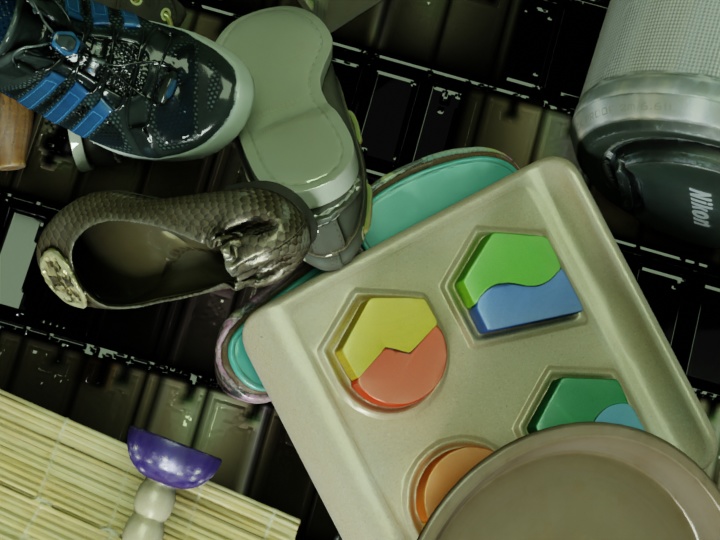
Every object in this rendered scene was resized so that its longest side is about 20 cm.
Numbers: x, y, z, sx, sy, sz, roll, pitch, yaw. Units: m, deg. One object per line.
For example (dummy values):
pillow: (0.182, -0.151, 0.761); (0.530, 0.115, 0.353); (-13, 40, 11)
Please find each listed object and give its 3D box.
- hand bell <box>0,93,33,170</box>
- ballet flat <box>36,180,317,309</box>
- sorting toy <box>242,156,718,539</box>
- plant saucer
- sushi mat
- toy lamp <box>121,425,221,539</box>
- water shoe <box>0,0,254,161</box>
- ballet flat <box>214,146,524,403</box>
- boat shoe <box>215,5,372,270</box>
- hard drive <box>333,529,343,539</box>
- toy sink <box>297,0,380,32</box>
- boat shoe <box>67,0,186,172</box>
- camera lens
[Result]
hand bell: (-0.206, -0.158, 1.010); (0.103, 0.104, 0.203); (-7, 86, -6)
ballet flat: (-0.105, -0.006, 0.915); (0.068, 0.199, 0.046); (58, 47, -27)
sorting toy: (0.064, 0.062, 0.916); (0.199, 0.036, 0.186); (-28, 88, -11)
plant saucer: (0.105, 0.174, 0.890); (0.198, 0.029, 0.203); (-1, 94, -20)
sushi mat: (-0.136, 0.139, 0.947); (0.198, 0.012, 0.096); (23, 73, 4)
toy lamp: (-0.126, 0.183, 0.901); (0.058, 0.058, 0.202); (20, 83, 3)
water shoe: (-0.153, -0.107, 0.914); (0.198, 0.079, 0.072); (17, 91, 16)
ballet flat: (0.000, 0.000, 0.968); (0.199, 0.071, 0.069); (-38, 96, -10)
boat shoe: (-0.037, -0.077, 0.964); (0.071, 0.061, 0.202); (-17, 37, 0)
hard drive: (0.068, 0.123, 0.952); (0.138, 0.038, 0.202); (22, 72, 4)
toy sink: (-0.015, -0.243, 0.975); (0.112, 0.200, 0.131); (-34, 78, -13)
boat shoe: (-0.128, -0.151, 1.006); (0.060, 0.072, 0.203); (3, 70, 2)
camera lens: (0.211, -0.123, 0.972); (0.158, 0.160, 0.202); (19, 73, 2)
